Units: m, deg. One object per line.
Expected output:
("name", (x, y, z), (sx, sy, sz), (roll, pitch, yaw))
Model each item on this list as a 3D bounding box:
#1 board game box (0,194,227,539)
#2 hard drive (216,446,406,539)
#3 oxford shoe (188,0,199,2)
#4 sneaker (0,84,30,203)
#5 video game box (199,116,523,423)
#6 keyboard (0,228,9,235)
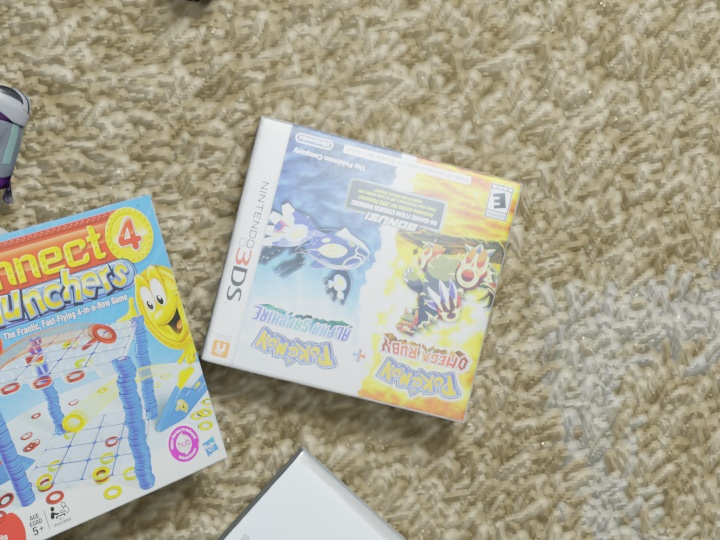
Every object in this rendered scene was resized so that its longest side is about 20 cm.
("board game box", (-0.207, 0.068, 0.921), (0.200, 0.056, 0.196), (-21, 97, -39))
("hard drive", (-0.013, 0.245, 1.011), (0.200, 0.027, 0.132), (43, 87, -4))
("oxford shoe", (-0.074, -0.274, 0.954), (0.084, 0.073, 0.200), (23, 113, 0))
("sneaker", (-0.336, -0.098, 0.957), (0.200, 0.074, 0.088), (8, 95, -6))
("video game box", (0.000, 0.000, 1.001), (0.200, 0.047, 0.183), (14, 92, -5))
("keyboard", (-0.323, -0.046, 0.932), (0.200, 0.056, 0.011), (29, 125, -14))
